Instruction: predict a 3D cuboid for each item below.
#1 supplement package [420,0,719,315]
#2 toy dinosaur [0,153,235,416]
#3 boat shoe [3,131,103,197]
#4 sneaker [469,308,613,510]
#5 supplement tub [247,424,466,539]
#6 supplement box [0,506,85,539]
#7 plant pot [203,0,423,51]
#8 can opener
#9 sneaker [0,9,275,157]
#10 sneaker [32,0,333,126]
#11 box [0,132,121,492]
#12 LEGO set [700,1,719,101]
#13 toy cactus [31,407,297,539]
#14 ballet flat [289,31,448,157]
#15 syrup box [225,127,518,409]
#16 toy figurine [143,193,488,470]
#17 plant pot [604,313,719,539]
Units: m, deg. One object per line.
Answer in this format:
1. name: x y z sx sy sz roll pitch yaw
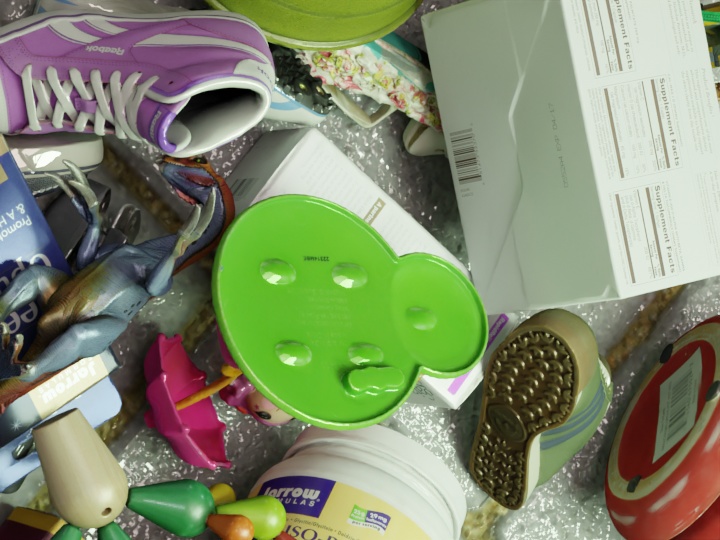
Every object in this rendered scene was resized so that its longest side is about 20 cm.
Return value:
1. supplement package: 0.141 -0.083 1.675 0.111 0.156 0.201 -12 92 -32
2. toy dinosaur: -0.156 0.003 1.574 0.181 0.200 0.105 -18 54 -41
3. boat shoe: -0.251 -0.032 1.618 0.199 0.075 0.093 -9 107 -23
4. sneaker: 0.130 0.073 1.746 0.067 0.200 0.090 39 56 17
5. supplement tub: -0.024 0.208 1.655 0.145 0.145 0.200 42 51 -20
6. supplement box: -0.220 0.258 1.618 0.110 0.086 0.200 44 72 -20
7. plant pot: -0.006 -0.266 1.628 0.200 0.193 0.201 7 69 -19
8. can opener: -0.199 0.038 1.656 0.067 0.053 0.201 27 78 9
9. sneaker: -0.150 -0.107 1.579 0.200 0.114 0.073 -10 120 -1
10. sneaker: -0.114 -0.130 1.676 0.199 0.072 0.073 19 118 -15
11. box: -0.223 0.032 1.577 0.121 0.032 0.201 -34 113 -23
12. LEGO set: 0.197 -0.098 1.822 0.154 0.116 0.201 -13 92 -50
13. toy cactus: -0.141 0.159 1.545 0.199 0.102 0.166 -26 96 -7
14. ballet flat: 0.031 -0.116 1.757 0.200 0.076 0.064 30 109 -18
15. syrup box: 0.000 0.000 1.726 0.200 0.079 0.082 43 73 -20
16. toy figurine: -0.050 0.058 1.650 0.199 0.184 0.151 1 67 -36
17. plant pot: 0.277 0.141 1.802 0.182 0.200 0.201 30 78 -14
